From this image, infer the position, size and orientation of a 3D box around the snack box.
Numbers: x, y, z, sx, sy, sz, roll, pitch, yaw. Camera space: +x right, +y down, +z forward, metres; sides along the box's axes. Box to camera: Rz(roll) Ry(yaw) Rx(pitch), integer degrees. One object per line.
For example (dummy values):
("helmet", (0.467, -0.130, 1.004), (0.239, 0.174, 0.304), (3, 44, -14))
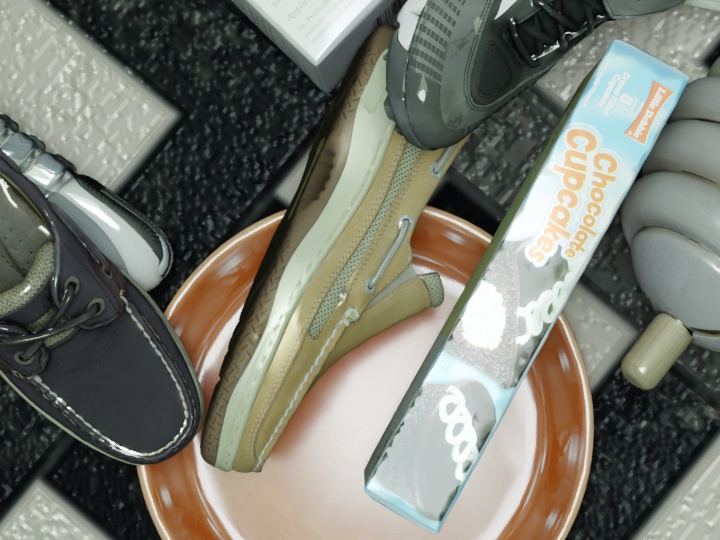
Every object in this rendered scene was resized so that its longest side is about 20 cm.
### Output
("snack box", (0.063, 0.007, 0.863), (0.037, 0.116, 0.200), (29, 89, 1))

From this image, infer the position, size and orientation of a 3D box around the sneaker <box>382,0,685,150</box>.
("sneaker", (0.089, -0.124, 0.864), (0.090, 0.066, 0.200), (16, 56, 43))

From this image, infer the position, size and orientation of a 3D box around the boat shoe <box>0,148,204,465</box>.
("boat shoe", (-0.139, 0.006, 0.873), (0.072, 0.065, 0.200), (-36, 101, 2))

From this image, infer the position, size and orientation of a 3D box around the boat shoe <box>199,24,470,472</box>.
("boat shoe", (0.000, 0.000, 0.894), (0.076, 0.072, 0.200), (25, 88, -8))

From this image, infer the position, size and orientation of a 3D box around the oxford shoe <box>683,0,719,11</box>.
("oxford shoe", (0.198, -0.136, 0.881), (0.200, 0.075, 0.058), (11, 120, 41))

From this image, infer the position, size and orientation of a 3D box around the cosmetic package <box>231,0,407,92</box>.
("cosmetic package", (-0.051, -0.187, 0.925), (0.108, 0.085, 0.200), (-44, 85, -1))

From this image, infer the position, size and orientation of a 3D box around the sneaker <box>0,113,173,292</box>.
("sneaker", (-0.191, -0.023, 0.930), (0.200, 0.075, 0.116), (36, 92, 3))

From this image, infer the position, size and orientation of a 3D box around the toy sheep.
("toy sheep", (0.177, -0.028, 0.882), (0.138, 0.138, 0.200), (44, 74, 4))

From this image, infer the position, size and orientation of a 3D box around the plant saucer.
("plant saucer", (0.001, 0.068, 0.936), (0.200, 0.032, 0.200), (0, 87, 2))
